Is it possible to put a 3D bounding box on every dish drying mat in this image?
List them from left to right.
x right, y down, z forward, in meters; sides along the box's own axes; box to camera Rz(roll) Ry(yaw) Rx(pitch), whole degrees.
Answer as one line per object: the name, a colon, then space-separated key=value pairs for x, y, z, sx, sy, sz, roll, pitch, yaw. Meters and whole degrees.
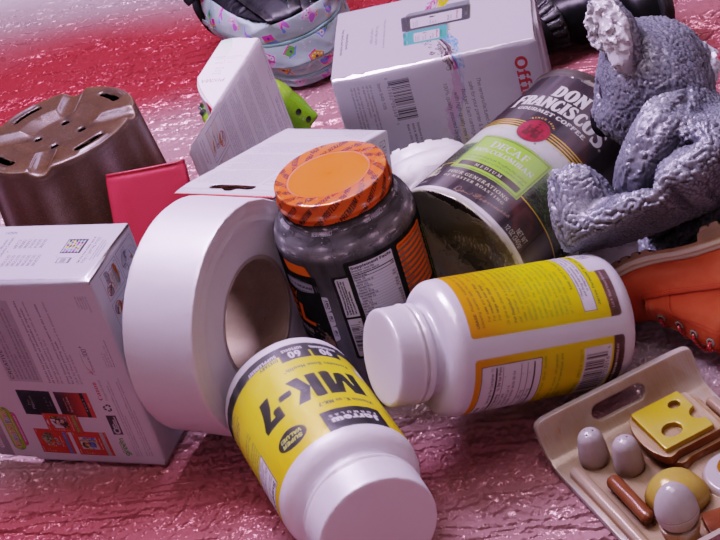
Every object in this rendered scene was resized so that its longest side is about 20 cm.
dish drying mat: x=-0.170 y=0.006 z=1.637 sx=0.077 sy=0.200 sz=0.018 roll=-11 pitch=6 yaw=3

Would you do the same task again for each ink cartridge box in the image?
ink cartridge box: x=-0.256 y=0.063 z=1.574 sx=0.175 sy=0.200 sz=0.084 roll=0 pitch=37 yaw=23
ink cartridge box: x=-0.123 y=-0.108 z=1.797 sx=0.050 sy=0.161 sz=0.200 roll=-2 pitch=37 yaw=25
ink cartridge box: x=-0.066 y=-0.078 z=1.654 sx=0.109 sy=0.050 sz=0.200 roll=3 pitch=22 yaw=30
ink cartridge box: x=0.088 y=-0.179 z=1.815 sx=0.200 sy=0.147 sz=0.146 roll=-10 pitch=33 yaw=9

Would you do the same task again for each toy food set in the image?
toy food set: x=0.236 y=0.136 z=1.371 sx=0.143 sy=0.061 sz=0.200 roll=-26 pitch=35 yaw=-12

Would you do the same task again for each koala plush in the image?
koala plush: x=0.254 y=-0.126 z=1.526 sx=0.184 sy=0.177 sz=0.200 roll=-30 pitch=60 yaw=38

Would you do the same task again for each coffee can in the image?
coffee can: x=0.146 y=-0.063 z=1.623 sx=0.146 sy=0.147 sz=0.200 roll=18 pitch=48 yaw=41

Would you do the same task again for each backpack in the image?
backpack: x=-0.086 y=-0.296 z=2.085 sx=0.167 sy=0.127 sz=0.200 roll=-38 pitch=38 yaw=-9

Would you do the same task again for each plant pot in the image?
plant pot: x=-0.249 y=-0.051 z=1.731 sx=0.200 sy=0.199 sz=0.200 roll=-15 pitch=31 yaw=9

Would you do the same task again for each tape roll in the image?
tape roll: x=-0.113 y=0.037 z=1.549 sx=0.071 sy=0.203 sz=0.203 roll=3 pitch=39 yaw=29

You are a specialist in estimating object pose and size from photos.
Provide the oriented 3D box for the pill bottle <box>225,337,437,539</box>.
pill bottle: x=-0.023 y=0.146 z=1.430 sx=0.114 sy=0.114 sz=0.200 roll=-25 pitch=34 yaw=-11

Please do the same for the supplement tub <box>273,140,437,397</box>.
supplement tub: x=0.000 y=0.000 z=1.550 sx=0.122 sy=0.200 sz=0.123 roll=-12 pitch=33 yaw=8

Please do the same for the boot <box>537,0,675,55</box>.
boot: x=0.206 y=-0.251 z=1.921 sx=0.158 sy=0.080 sz=0.211 roll=-31 pitch=24 yaw=-31

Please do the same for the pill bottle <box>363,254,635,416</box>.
pill bottle: x=0.108 y=0.053 z=1.461 sx=0.200 sy=0.109 sz=0.109 roll=-9 pitch=30 yaw=-21

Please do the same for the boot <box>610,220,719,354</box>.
boot: x=0.263 y=0.030 z=1.498 sx=0.200 sy=0.107 sz=0.075 roll=-23 pitch=-16 yaw=38

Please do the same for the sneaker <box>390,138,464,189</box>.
sneaker: x=0.025 y=-0.053 z=1.742 sx=0.200 sy=0.076 sz=0.081 roll=-28 pitch=41 yaw=-1

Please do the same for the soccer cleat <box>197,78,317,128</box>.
soccer cleat: x=-0.113 y=-0.169 z=1.973 sx=0.068 sy=0.081 sz=0.200 roll=-61 pitch=24 yaw=-8
